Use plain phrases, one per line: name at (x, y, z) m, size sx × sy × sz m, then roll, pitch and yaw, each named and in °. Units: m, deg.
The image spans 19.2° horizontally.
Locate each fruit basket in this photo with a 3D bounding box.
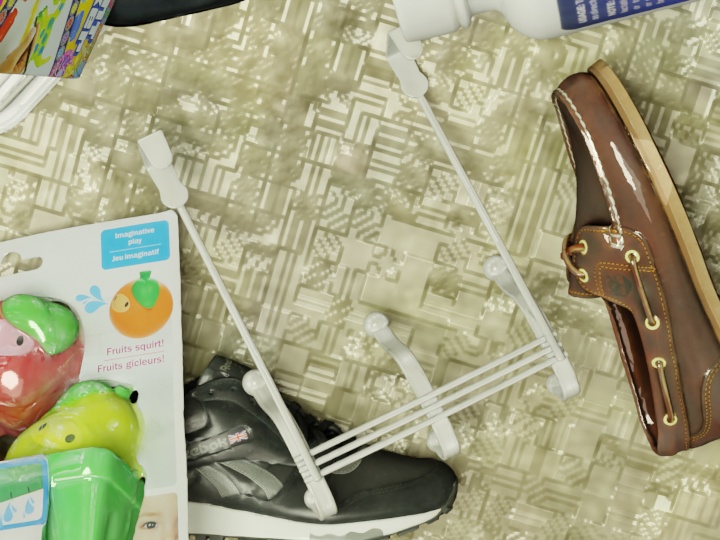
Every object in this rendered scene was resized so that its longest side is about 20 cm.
fruit basket at (-0.173, 0.072, 1.019) m, size 0.185 × 0.094 × 0.200 m, roll -9°, pitch 69°, yaw 11°

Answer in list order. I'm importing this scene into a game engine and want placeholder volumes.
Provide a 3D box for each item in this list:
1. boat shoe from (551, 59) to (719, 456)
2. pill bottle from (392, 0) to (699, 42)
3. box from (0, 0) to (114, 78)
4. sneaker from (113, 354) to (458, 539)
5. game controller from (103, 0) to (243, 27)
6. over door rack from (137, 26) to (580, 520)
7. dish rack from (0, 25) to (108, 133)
boat shoe at (0.134, -0.001, 1.037) m, size 0.070 × 0.070 × 0.200 m, roll -25°, pitch 102°, yaw 3°
pill bottle at (0.107, -0.171, 0.972) m, size 0.200 × 0.120 × 0.120 m, roll -14°, pitch 103°, yaw 4°
box at (-0.208, -0.177, 0.885) m, size 0.200 × 0.193 × 0.122 m, roll 27°, pitch 98°, yaw 8°
sneaker at (-0.051, 0.088, 1.066) m, size 0.200 × 0.076 × 0.088 m, roll 1°, pitch 98°, yaw 1°
game controller at (-0.105, -0.216, 0.988) m, size 0.104 × 0.042 × 0.200 m, roll -13°, pitch 90°, yaw 0°
over door rack at (0.000, 0.000, 1.034) m, size 0.148 × 0.067 × 0.200 m, roll -25°, pitch 89°, yaw -10°
dish rack at (-0.203, -0.178, 1.020) m, size 0.200 × 0.044 × 0.172 m, roll 43°, pitch 101°, yaw -7°
